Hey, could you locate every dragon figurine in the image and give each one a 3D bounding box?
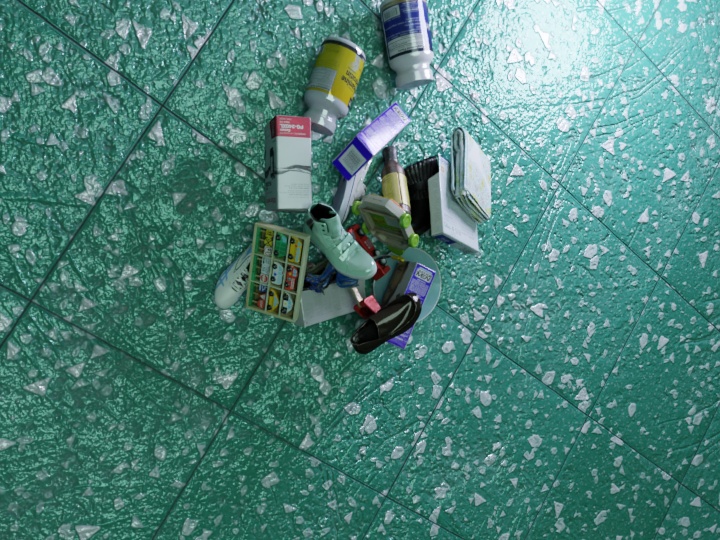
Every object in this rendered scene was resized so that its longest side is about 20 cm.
[{"bbox_3d":[-0.028,0.005,1.247,0.196,0.059,0.101,2,70,-6],"label":"dragon figurine"}]

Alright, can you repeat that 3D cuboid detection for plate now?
[{"bbox_3d":[0.121,0.039,1.430,0.196,0.026,0.205,-2,96,-19],"label":"plate"}]

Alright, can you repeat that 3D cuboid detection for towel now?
[{"bbox_3d":[0.283,-0.241,1.394,0.171,0.047,0.204,34,54,-48],"label":"towel"}]

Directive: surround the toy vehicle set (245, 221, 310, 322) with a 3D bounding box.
[{"bbox_3d":[-0.185,0.004,1.207,0.122,0.027,0.204,14,110,10],"label":"toy vehicle set"}]

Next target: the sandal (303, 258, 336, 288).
[{"bbox_3d":[-0.125,0.012,1.323,0.199,0.057,0.081,-27,140,-33],"label":"sandal"}]

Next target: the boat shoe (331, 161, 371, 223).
[{"bbox_3d":[-0.010,-0.198,1.344,0.085,0.074,0.206,20,78,-23],"label":"boat shoe"}]

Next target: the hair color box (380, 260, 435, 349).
[{"bbox_3d":[0.103,0.081,1.347,0.064,0.109,0.203,26,85,-20],"label":"hair color box"}]

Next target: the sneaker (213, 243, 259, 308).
[{"bbox_3d":[-0.267,0.004,1.261,0.072,0.072,0.201,42,81,-19],"label":"sneaker"}]

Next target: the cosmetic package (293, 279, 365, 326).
[{"bbox_3d":[-0.074,0.071,1.313,0.198,0.050,0.084,-13,97,-41],"label":"cosmetic package"}]

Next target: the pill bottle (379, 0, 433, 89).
[{"bbox_3d":[0.118,-0.559,1.334,0.114,0.115,0.204,-13,99,-18],"label":"pill bottle"}]

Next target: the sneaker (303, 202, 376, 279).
[{"bbox_3d":[-0.045,-0.063,1.175,0.199,0.119,0.074,37,69,8],"label":"sneaker"}]

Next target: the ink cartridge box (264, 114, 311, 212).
[{"bbox_3d":[-0.167,-0.235,1.239,0.082,0.145,0.205,-1,95,-20],"label":"ink cartridge box"}]

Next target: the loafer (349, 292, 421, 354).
[{"bbox_3d":[0.056,0.125,1.245,0.199,0.071,0.073,-41,69,12],"label":"loafer"}]

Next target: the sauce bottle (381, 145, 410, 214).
[{"bbox_3d":[0.084,-0.215,1.336,0.063,0.065,0.204,7,61,-20],"label":"sauce bottle"}]

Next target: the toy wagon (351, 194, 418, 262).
[{"bbox_3d":[0.067,-0.097,1.287,0.040,0.153,0.201,-54,141,-21],"label":"toy wagon"}]

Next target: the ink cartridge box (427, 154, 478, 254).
[{"bbox_3d":[0.235,-0.161,1.376,0.195,0.043,0.204,19,64,-50],"label":"ink cartridge box"}]

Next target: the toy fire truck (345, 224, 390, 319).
[{"bbox_3d":[0.000,0.000,1.322,0.201,0.049,0.141,53,49,-3],"label":"toy fire truck"}]

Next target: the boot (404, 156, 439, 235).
[{"bbox_3d":[0.135,-0.183,1.384,0.210,0.079,0.160,-34,111,-29],"label":"boot"}]

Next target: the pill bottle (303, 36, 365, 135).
[{"bbox_3d":[-0.068,-0.428,1.278,0.110,0.112,0.204,20,88,-20],"label":"pill bottle"}]

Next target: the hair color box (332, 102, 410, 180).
[{"bbox_3d":[0.028,-0.305,1.277,0.065,0.109,0.200,47,47,-6],"label":"hair color box"}]
